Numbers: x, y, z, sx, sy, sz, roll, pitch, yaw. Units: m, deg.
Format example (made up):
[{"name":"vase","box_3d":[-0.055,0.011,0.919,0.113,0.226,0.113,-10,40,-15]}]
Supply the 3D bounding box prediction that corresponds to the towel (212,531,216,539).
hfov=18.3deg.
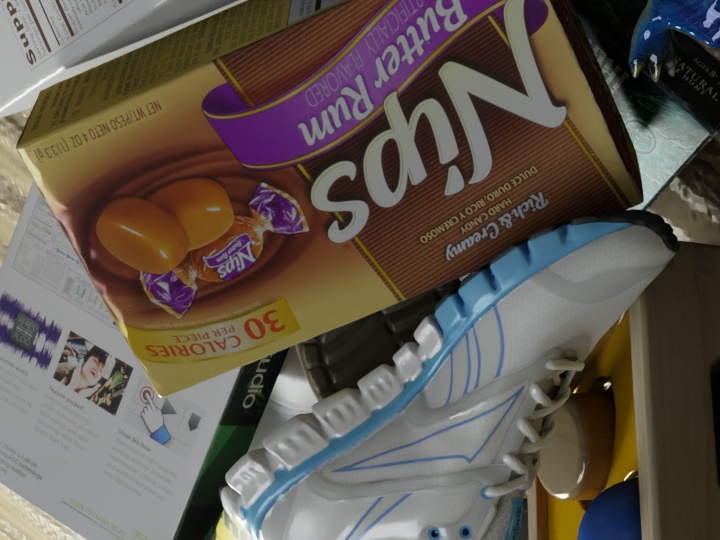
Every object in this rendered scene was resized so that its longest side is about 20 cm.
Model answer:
[{"name":"towel","box_3d":[-0.101,0.047,1.095,0.132,0.034,0.201,166,98,-76]}]

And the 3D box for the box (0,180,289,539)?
[{"name":"box","box_3d":[-0.100,0.021,1.010,0.144,0.036,0.201,28,103,28]}]

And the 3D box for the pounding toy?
[{"name":"pounding toy","box_3d":[0.110,0.083,0.877,0.141,0.201,0.184,7,148,-10]}]

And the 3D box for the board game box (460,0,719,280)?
[{"name":"board game box","box_3d":[0.059,-0.059,0.910,0.135,0.028,0.200,42,148,4]}]

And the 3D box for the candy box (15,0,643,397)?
[{"name":"candy box","box_3d":[-0.009,-0.045,0.820,0.199,0.057,0.117,-21,114,13]}]

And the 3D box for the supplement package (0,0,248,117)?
[{"name":"supplement package","box_3d":[-0.080,-0.150,0.851,0.200,0.121,0.120,-20,92,57]}]

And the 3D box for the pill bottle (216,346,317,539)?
[{"name":"pill bottle","box_3d":[-0.022,0.082,1.091,0.109,0.109,0.201,31,146,21]}]

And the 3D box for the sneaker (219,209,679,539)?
[{"name":"sneaker","box_3d":[0.046,0.059,0.809,0.200,0.075,0.087,-42,67,20]}]

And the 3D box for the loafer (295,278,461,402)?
[{"name":"loafer","box_3d":[0.000,0.000,0.904,0.201,0.076,0.067,62,-170,13]}]

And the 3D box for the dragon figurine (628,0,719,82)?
[{"name":"dragon figurine","box_3d":[0.142,-0.090,0.748,0.200,0.059,0.099,47,149,-5]}]

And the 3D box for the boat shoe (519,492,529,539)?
[{"name":"boat shoe","box_3d":[0.089,0.119,0.989,0.201,0.070,0.064,70,154,16]}]
